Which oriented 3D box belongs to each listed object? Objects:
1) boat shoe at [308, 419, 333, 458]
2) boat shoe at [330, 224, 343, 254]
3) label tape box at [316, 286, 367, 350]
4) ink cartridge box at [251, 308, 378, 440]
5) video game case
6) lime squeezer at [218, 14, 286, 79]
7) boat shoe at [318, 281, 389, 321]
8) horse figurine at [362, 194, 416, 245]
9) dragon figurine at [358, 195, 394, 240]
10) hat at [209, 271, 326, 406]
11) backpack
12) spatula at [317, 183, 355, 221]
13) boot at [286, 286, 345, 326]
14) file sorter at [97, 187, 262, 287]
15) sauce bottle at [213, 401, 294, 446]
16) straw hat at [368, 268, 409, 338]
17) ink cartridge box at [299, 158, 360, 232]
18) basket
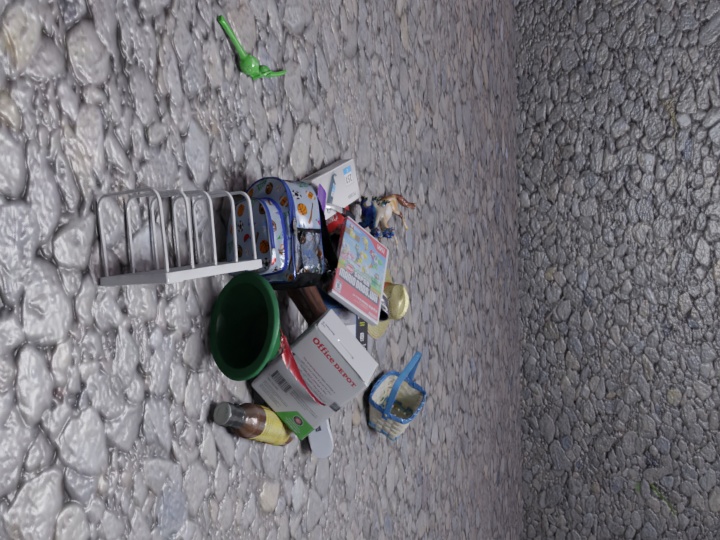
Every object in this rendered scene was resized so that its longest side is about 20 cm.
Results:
[{"bbox_3d":[-0.099,0.304,1.273,0.057,0.067,0.206,-158,-120,-84],"label":"boat shoe"},{"bbox_3d":[-0.050,-0.056,1.295,0.201,0.074,0.066,-34,151,-48],"label":"boat shoe"},{"bbox_3d":[-0.048,0.115,1.323,0.142,0.062,0.206,-1,93,-51],"label":"label tape box"},{"bbox_3d":[-0.084,0.194,1.089,0.146,0.199,0.084,48,26,-2],"label":"ink cartridge box"},{"bbox_3d":[0.000,0.000,1.267,0.142,0.017,0.204,37,47,-32],"label":"video game case"},{"bbox_3d":[-0.197,-0.387,1.091,0.199,0.037,0.072,21,43,-60],"label":"lime squeezer"},{"bbox_3d":[-0.008,0.059,1.281,0.197,0.073,0.064,25,31,-38],"label":"boat shoe"},{"bbox_3d":[0.076,-0.144,1.574,0.134,0.049,0.201,56,50,-23],"label":"horse figurine"},{"bbox_3d":[0.023,-0.124,1.403,0.058,0.199,0.102,14,91,-28],"label":"dragon figurine"},{"bbox_3d":[-0.151,0.117,1.030,0.174,0.163,0.206,15,86,-53],"label":"hat"},{"bbox_3d":[-0.152,-0.067,1.040,0.152,0.196,0.196,12,75,-50],"label":"backpack"},{"bbox_3d":[-0.052,-0.134,1.281,0.199,0.020,0.058,23,71,-62],"label":"spatula"},{"bbox_3d":[-0.105,0.095,1.197,0.064,0.201,0.187,-29,163,-36],"label":"boot"},{"bbox_3d":[-0.264,-0.052,0.864,0.199,0.135,0.128,-11,98,-61],"label":"file sorter"},{"bbox_3d":[-0.195,0.281,1.081,0.200,0.063,0.066,40,57,-53],"label":"sauce bottle"},{"bbox_3d":[0.086,0.084,1.575,0.200,0.083,0.208,-5,95,-61],"label":"straw hat"},{"bbox_3d":[-0.061,-0.143,1.334,0.200,0.044,0.181,-41,126,-54],"label":"ink cartridge box"},{"bbox_3d":[0.099,0.328,1.534,0.176,0.137,0.204,-35,152,-56],"label":"basket"}]
